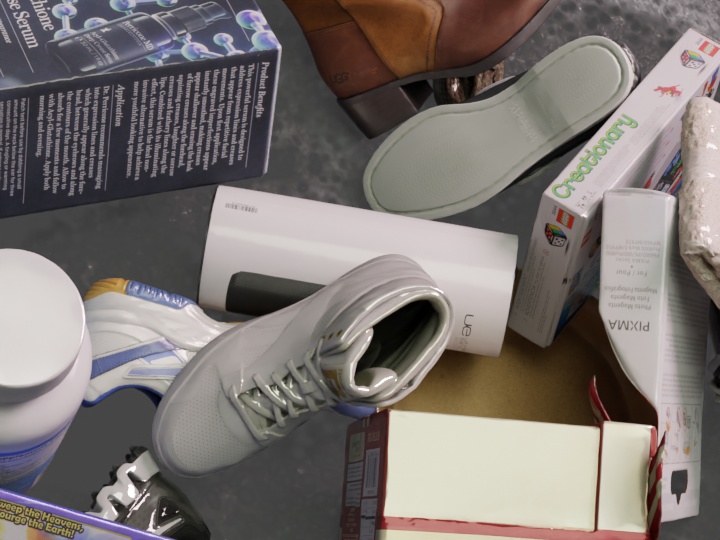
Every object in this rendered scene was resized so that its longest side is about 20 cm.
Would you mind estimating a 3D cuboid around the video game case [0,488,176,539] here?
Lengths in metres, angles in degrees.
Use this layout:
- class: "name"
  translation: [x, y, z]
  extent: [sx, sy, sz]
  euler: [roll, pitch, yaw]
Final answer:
- class: "video game case"
  translation: [-0.154, 0.235, 1.494]
  extent: [0.199, 0.045, 0.183]
  euler: [19, 84, -23]

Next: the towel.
- class: "towel"
  translation: [0.258, -0.002, 1.647]
  extent: [0.200, 0.034, 0.133]
  euler: [48, 34, -35]

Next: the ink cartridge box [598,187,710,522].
- class: "ink cartridge box"
  translation: [0.186, 0.054, 1.654]
  extent: [0.057, 0.162, 0.202]
  euler: [7, 89, 18]

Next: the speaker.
- class: "speaker"
  translation: [0.000, 0.000, 1.653]
  extent: [0.198, 0.081, 0.082]
  euler: [10, 65, -1]

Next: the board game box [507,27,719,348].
- class: "board game box"
  translation: [0.169, -0.055, 1.701]
  extent: [0.034, 0.127, 0.200]
  euler: [30, 49, 16]

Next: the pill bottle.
- class: "pill bottle"
  translation: [-0.217, 0.062, 1.513]
  extent: [0.111, 0.200, 0.113]
  euler: [6, 66, -14]

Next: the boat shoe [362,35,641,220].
- class: "boat shoe"
  translation: [0.096, -0.088, 1.718]
  extent: [0.199, 0.060, 0.076]
  euler: [-23, 82, 17]

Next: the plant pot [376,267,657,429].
- class: "plant pot"
  translation: [0.102, 0.096, 1.694]
  extent: [0.199, 0.028, 0.201]
  euler: [7, 65, -15]

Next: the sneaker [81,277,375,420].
- class: "sneaker"
  translation: [-0.086, 0.072, 1.633]
  extent: [0.199, 0.075, 0.089]
  euler: [16, 81, -8]

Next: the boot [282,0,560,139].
- class: "boot"
  translation: [0.020, -0.213, 1.705]
  extent: [0.201, 0.188, 0.069]
  euler: [55, 28, -11]

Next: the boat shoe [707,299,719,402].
- class: "boat shoe"
  translation: [0.261, 0.068, 1.733]
  extent: [0.065, 0.074, 0.201]
  euler: [1, 57, -20]

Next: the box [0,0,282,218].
- class: "box"
  translation: [-0.169, -0.129, 1.634]
  extent: [0.199, 0.108, 0.149]
  euler: [-10, 45, -21]

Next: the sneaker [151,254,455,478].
- class: "sneaker"
  translation: [-0.035, 0.061, 1.548]
  extent: [0.199, 0.116, 0.074]
  euler: [-36, 103, -4]

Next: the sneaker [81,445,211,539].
- class: "sneaker"
  translation: [-0.159, 0.200, 1.548]
  extent: [0.090, 0.067, 0.200]
  euler: [38, 60, 4]

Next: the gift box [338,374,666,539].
- class: "gift box"
  translation: [0.090, 0.157, 1.550]
  extent: [0.185, 0.185, 0.202]
  euler: [6, 87, -9]

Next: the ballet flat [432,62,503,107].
- class: "ballet flat"
  translation: [0.071, -0.200, 1.798]
  extent: [0.067, 0.046, 0.201]
  euler: [5, 67, -16]
